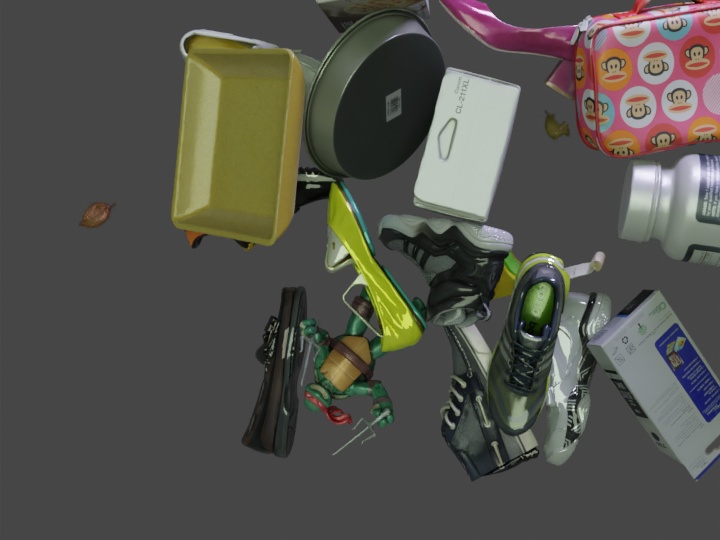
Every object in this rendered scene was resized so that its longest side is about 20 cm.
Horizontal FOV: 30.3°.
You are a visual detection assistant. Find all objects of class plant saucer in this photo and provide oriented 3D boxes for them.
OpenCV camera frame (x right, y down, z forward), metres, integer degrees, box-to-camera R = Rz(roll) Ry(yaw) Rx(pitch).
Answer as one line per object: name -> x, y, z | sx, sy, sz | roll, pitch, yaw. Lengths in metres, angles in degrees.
plant saucer -> -0.125, -0.136, 1.437 | 0.199, 0.048, 0.203 | 11, 97, 48

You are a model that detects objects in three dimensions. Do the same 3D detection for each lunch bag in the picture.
lunch bag -> 0.333, -0.222, 1.456 | 0.197, 0.082, 0.178 | -8, 104, -9

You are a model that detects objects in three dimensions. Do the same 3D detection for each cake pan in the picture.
cake pan -> 0.022, -0.186, 1.457 | 0.037, 0.200, 0.202 | 34, 95, 34

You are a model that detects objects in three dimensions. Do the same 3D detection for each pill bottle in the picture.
pill bottle -> 0.390, -0.066, 1.463 | 0.197, 0.120, 0.121 | 9, 93, 4

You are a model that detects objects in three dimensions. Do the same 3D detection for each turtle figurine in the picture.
turtle figurine -> -0.012, 0.100, 1.518 | 0.149, 0.101, 0.201 | 40, 80, -12

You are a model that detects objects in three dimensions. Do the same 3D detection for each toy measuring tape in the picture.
toy measuring tape -> 0.172, -0.012, 1.492 | 0.198, 0.073, 0.074 | -14, 91, 28

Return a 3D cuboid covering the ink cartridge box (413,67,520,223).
ink cartridge box -> 0.116, -0.129, 1.444 | 0.082, 0.200, 0.148 | 15, 94, 5

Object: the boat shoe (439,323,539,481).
boat shoe -> 0.122, 0.144, 1.517 | 0.092, 0.075, 0.202 | -28, 90, -2

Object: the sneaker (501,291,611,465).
sneaker -> 0.210, 0.113, 1.512 | 0.114, 0.075, 0.202 | 14, 89, 5

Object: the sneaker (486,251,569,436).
sneaker -> 0.177, 0.083, 1.434 | 0.073, 0.081, 0.203 | 10, 99, 9

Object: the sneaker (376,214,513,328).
sneaker -> 0.080, 0.001, 1.465 | 0.075, 0.199, 0.115 | 11, 89, -39

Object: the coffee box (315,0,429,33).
coffee box -> 0.013, -0.320, 1.445 | 0.113, 0.200, 0.081 | -8, 91, 5

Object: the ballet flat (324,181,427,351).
ballet flat -> 0.000, 0.000, 1.468 | 0.067, 0.067, 0.201 | -30, 86, -2

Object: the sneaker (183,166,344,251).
sneaker -> -0.113, -0.069, 1.538 | 0.197, 0.070, 0.091 | -4, 98, 10

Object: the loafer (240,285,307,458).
loafer -> -0.102, 0.116, 1.542 | 0.062, 0.072, 0.203 | 7, 96, 9

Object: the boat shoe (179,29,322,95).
boat shoe -> -0.114, -0.231, 1.517 | 0.200, 0.086, 0.075 | 23, 95, 4

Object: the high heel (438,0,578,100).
high heel -> 0.188, -0.281, 1.493 | 0.199, 0.067, 0.096 | 33, 105, -2

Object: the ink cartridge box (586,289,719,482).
ink cartridge box -> 0.345, 0.129, 1.487 | 0.099, 0.039, 0.201 | -40, 103, -16
